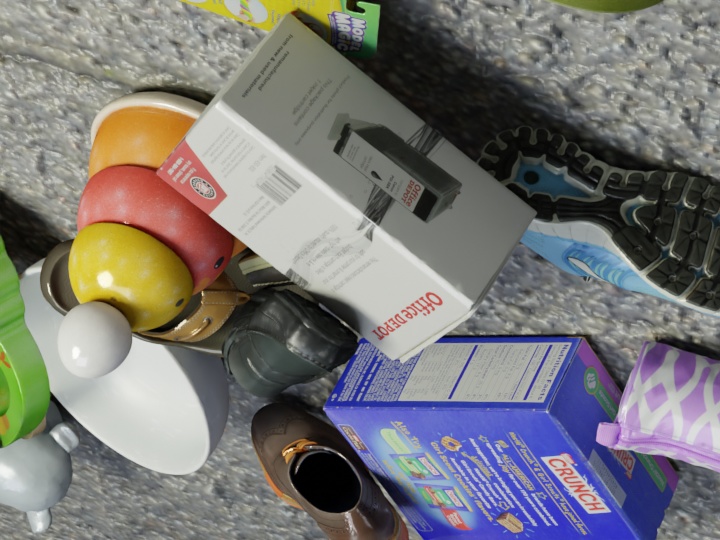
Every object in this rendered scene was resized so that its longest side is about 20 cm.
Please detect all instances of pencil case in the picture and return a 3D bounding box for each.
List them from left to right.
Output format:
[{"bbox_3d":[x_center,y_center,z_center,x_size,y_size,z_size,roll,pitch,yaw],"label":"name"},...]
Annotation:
[{"bbox_3d":[0.266,0.114,1.738,0.200,0.086,0.084,18,145,14],"label":"pencil case"}]

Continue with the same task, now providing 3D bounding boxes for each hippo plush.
[{"bbox_3d":[-0.311,0.128,2.120,0.161,0.200,0.159,8,112,-12],"label":"hippo plush"}]

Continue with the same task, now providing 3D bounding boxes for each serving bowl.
[{"bbox_3d":[-0.172,0.058,1.964,0.200,0.066,0.200,30,147,22],"label":"serving bowl"}]

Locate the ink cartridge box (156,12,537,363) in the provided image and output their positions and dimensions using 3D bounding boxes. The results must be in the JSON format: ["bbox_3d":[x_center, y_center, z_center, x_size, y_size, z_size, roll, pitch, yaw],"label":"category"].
[{"bbox_3d":[-0.010,-0.048,1.607,0.200,0.083,0.147,39,156,-6],"label":"ink cartridge box"}]

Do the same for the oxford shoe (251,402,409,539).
[{"bbox_3d":[-0.032,0.146,1.951,0.200,0.071,0.073,41,166,49],"label":"oxford shoe"}]

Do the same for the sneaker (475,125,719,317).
[{"bbox_3d":[0.168,-0.025,1.637,0.200,0.078,0.090,27,164,10],"label":"sneaker"}]

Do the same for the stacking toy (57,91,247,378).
[{"bbox_3d":[-0.150,-0.007,1.746,0.146,0.200,0.146,19,148,12],"label":"stacking toy"}]

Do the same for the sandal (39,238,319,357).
[{"bbox_3d":[-0.129,0.014,1.837,0.200,0.082,0.055,11,179,-2],"label":"sandal"}]

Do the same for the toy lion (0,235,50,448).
[{"bbox_3d":[-0.302,0.029,1.983,0.200,0.069,0.192,54,147,9],"label":"toy lion"}]

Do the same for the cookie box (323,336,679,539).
[{"bbox_3d":[0.103,0.126,1.878,0.200,0.075,0.171,-1,139,37],"label":"cookie box"}]

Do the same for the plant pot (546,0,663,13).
[{"bbox_3d":[0.131,-0.259,1.235,0.187,0.187,0.200,30,133,-7],"label":"plant pot"}]

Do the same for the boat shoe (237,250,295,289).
[{"bbox_3d":[0.000,0.000,1.758,0.200,0.073,0.065,-8,102,42],"label":"boat shoe"}]

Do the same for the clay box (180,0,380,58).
[{"bbox_3d":[-0.075,-0.202,1.556,0.200,0.048,0.115,19,150,8],"label":"clay box"}]

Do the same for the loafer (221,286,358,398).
[{"bbox_3d":[-0.050,0.053,1.706,0.068,0.070,0.201,34,174,-11],"label":"loafer"}]
